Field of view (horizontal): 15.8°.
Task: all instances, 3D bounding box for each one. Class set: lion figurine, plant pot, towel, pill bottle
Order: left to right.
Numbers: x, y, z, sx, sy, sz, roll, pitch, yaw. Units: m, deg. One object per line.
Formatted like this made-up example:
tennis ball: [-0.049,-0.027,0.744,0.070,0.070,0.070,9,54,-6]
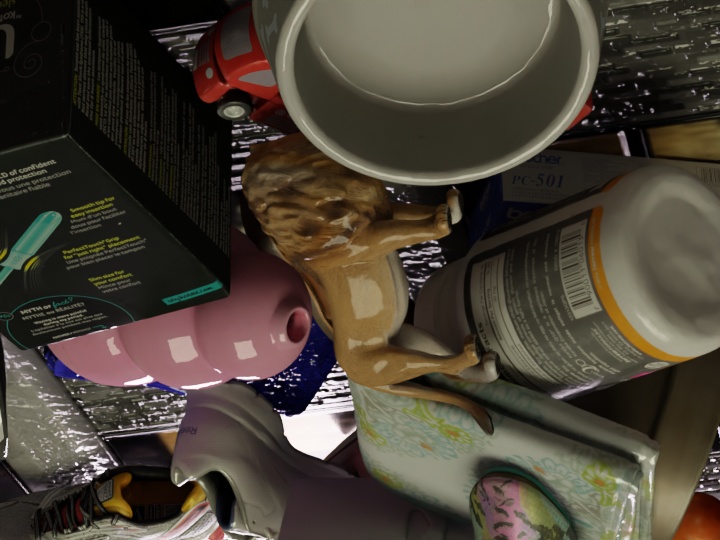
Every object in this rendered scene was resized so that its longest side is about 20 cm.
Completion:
towel: [-0.109,0.047,1.793,0.199,0.050,0.148,8,150,-17]
lion figurine: [0.006,0.012,1.508,0.122,0.073,0.201,-8,110,15]
towel: [0.089,0.116,1.619,0.199,0.048,0.171,19,155,12]
plant pot: [0.142,0.079,1.750,0.173,0.201,0.200,19,149,-2]
pill bottle: [0.130,0.016,1.578,0.116,0.117,0.200,19,154,-33]

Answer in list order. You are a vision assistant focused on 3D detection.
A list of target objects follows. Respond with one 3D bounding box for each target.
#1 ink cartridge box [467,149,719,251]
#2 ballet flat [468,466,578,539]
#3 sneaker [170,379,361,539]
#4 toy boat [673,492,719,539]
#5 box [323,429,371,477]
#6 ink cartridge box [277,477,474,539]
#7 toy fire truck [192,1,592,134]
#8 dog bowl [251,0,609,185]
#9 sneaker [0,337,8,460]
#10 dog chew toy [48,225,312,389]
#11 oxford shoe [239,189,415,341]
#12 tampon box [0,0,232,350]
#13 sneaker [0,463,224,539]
ink cartridge box: [0.176,-0.031,1.670,0.199,0.044,0.094,5,149,-10]
ballet flat: [0.105,0.196,1.623,0.069,0.071,0.200,12,154,21]
sneaker: [-0.059,0.161,1.813,0.200,0.087,0.074,39,145,-23]
toy boat: [0.295,0.185,1.968,0.130,0.131,0.200,-14,149,12]
box: [0.047,0.161,1.891,0.128,0.109,0.200,47,140,-1]
ink cartridge box: [0.018,0.256,1.737,0.144,0.145,0.201,2,113,5]
toy fire truck: [0.020,-0.116,1.505,0.199,0.049,0.141,20,144,-32]
dog bowl: [0.041,-0.129,1.413,0.199,0.059,0.201,-1,133,-2]
sneaker: [-0.308,0.073,1.790,0.120,0.084,0.200,-6,143,-2]
dog chew toy: [-0.112,0.019,1.618,0.199,0.125,0.124,12,164,41]
oxford shoe: [0.000,0.000,1.694,0.071,0.072,0.200,-18,146,21]
tampon box: [-0.182,-0.065,1.506,0.149,0.127,0.200,-14,148,20]
sneaker: [-0.205,0.185,2.023,0.199,0.078,0.082,-11,147,-2]
